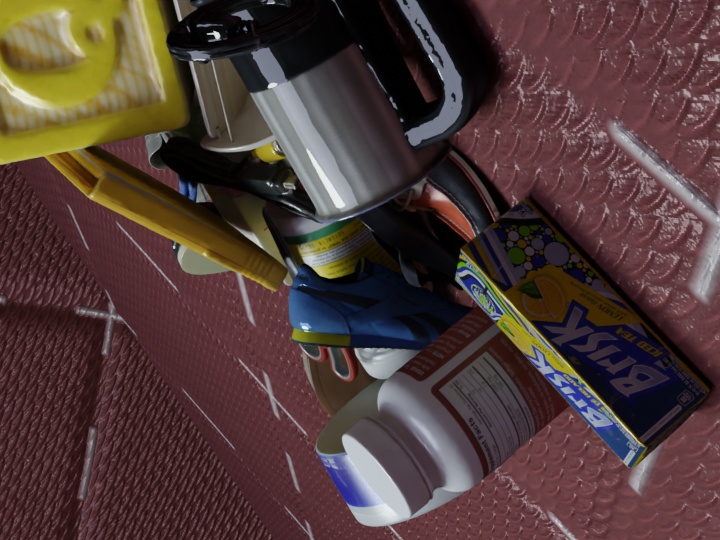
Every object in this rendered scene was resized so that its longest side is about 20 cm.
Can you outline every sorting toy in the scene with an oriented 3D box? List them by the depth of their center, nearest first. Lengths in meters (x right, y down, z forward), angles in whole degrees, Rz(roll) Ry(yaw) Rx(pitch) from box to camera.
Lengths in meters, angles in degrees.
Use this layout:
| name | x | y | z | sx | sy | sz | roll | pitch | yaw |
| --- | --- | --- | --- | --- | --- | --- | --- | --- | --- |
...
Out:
| name | x | y | z | sx | sy | sz | roll | pitch | yaw |
| --- | --- | --- | --- | --- | --- | --- | --- | --- | --- |
| sorting toy | -0.058 | -0.196 | 1.143 | 0.180 | 0.107 | 0.201 | 14 | 127 | 41 |

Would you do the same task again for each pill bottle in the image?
| name | x | y | z | sx | sy | sz | roll | pitch | yaw |
| --- | --- | --- | --- | --- | --- | --- | --- | --- | --- |
| pill bottle | 0.087 | 0.106 | 1.170 | 0.112 | 0.200 | 0.112 | 47 | 163 | 19 |
| pill bottle | 0.000 | 0.000 | 1.349 | 0.113 | 0.113 | 0.200 | 27 | 150 | 56 |

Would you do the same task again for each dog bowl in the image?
| name | x | y | z | sx | sy | sz | roll | pitch | yaw |
| --- | --- | --- | --- | --- | --- | --- | --- | --- | --- |
| dog bowl | 0.061 | 0.143 | 1.326 | 0.079 | 0.200 | 0.200 | 58 | 163 | -10 |

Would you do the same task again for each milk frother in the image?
| name | x | y | z | sx | sy | sz | roll | pitch | yaw |
| --- | --- | --- | --- | --- | --- | --- | --- | --- | --- |
| milk frother | -0.035 | -0.123 | 0.997 | 0.180 | 0.200 | 0.188 | -9 | 117 | 52 |

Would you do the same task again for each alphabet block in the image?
| name | x | y | z | sx | sy | sz | roll | pitch | yaw |
| --- | --- | --- | --- | --- | --- | --- | --- | --- | --- |
| alphabet block | -0.252 | -0.229 | 1.247 | 0.200 | 0.195 | 0.197 | -93 | -10 | -63 |

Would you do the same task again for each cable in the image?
| name | x | y | z | sx | sy | sz | roll | pitch | yaw |
| --- | --- | --- | --- | --- | --- | --- | --- | --- | --- |
| cable | -0.091 | -0.089 | 1.265 | 0.200 | 0.050 | 0.097 | 14 | 156 | 49 |

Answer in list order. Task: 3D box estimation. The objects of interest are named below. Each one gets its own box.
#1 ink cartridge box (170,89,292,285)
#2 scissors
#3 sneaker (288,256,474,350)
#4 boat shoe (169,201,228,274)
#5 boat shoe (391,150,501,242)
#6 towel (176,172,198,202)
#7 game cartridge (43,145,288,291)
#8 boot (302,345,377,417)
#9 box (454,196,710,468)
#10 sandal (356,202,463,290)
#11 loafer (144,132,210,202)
| name | x | y | z | sx | sy | sz | roll | pitch | yaw |
| --- | --- | --- | --- | --- | --- | --- | --- | --- | --- |
| ink cartridge box | -0.089 | -0.099 | 1.377 | 0.067 | 0.117 | 0.200 | 19 | 143 | 57 |
| scissors | -0.043 | 0.025 | 1.309 | 0.073 | 0.014 | 0.200 | 27 | 146 | 33 |
| sneaker | 0.036 | 0.030 | 1.267 | 0.066 | 0.199 | 0.079 | -167 | 82 | -77 |
| boat shoe | -0.101 | -0.036 | 1.472 | 0.063 | 0.201 | 0.074 | 61 | 138 | 39 |
| boat shoe | 0.035 | -0.082 | 1.173 | 0.200 | 0.063 | 0.071 | 45 | 160 | 22 |
| towel | -0.177 | -0.164 | 1.458 | 0.147 | 0.024 | 0.201 | 117 | 151 | -75 |
| game cartridge | -0.179 | -0.056 | 1.281 | 0.200 | 0.032 | 0.176 | 31 | -178 | -34 |
| boot | -0.023 | 0.098 | 1.502 | 0.200 | 0.070 | 0.146 | 56 | 179 | -38 |
| box | 0.161 | 0.046 | 1.074 | 0.200 | 0.070 | 0.064 | 48 | 166 | 17 |
| sandal | 0.034 | -0.022 | 1.221 | 0.076 | 0.043 | 0.200 | 44 | -172 | 31 |
| loafer | -0.231 | -0.157 | 1.739 | 0.200 | 0.070 | 0.070 | 44 | 162 | 28 |
